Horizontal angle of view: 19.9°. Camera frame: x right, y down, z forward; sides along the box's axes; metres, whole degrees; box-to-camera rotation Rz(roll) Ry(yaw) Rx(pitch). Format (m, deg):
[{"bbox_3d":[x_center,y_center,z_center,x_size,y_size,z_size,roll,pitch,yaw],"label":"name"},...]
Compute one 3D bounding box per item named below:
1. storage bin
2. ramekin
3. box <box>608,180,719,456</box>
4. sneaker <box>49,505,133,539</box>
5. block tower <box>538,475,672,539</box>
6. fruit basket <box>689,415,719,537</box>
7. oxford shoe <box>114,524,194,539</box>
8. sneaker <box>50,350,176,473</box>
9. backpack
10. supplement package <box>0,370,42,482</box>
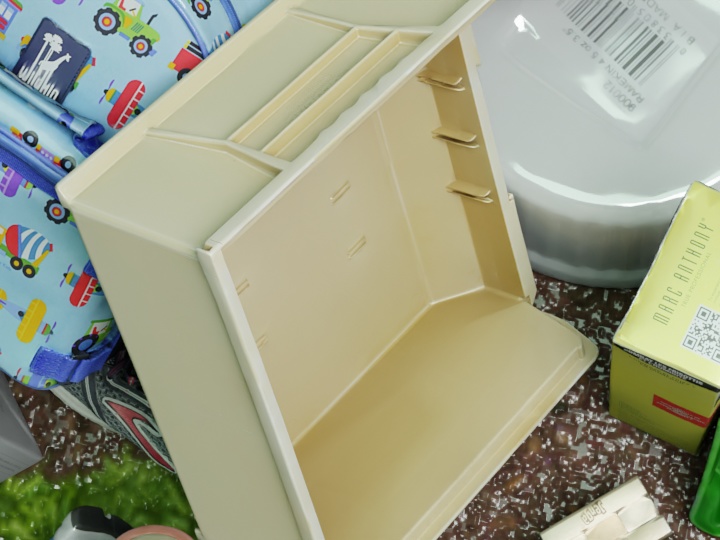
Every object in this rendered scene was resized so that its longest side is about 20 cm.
[{"bbox_3d":[0.000,0.000,0.837,0.093,0.201,0.199,19,50,38],"label":"storage bin"},{"bbox_3d":[0.122,-0.099,0.960,0.199,0.098,0.202,-1,78,4],"label":"ramekin"},{"bbox_3d":[0.143,0.027,0.880,0.050,0.200,0.076,26,81,11],"label":"box"},{"bbox_3d":[-0.098,0.212,0.940,0.087,0.075,0.201,-39,78,17],"label":"sneaker"},{"bbox_3d":[0.155,0.193,0.920,0.058,0.054,0.201,-30,78,-1],"label":"block tower"},{"bbox_3d":[0.244,0.122,0.890,0.214,0.156,0.217,-1,61,1],"label":"fruit basket"},{"bbox_3d":[-0.099,0.209,0.865,0.070,0.074,0.202,9,79,3],"label":"oxford shoe"},{"bbox_3d":[-0.081,0.053,0.959,0.199,0.075,0.081,32,83,11],"label":"sneaker"},{"bbox_3d":[-0.122,-0.077,0.866,0.182,0.135,0.200,38,122,1],"label":"backpack"},{"bbox_3d":[-0.271,0.076,0.947,0.199,0.121,0.120,-28,77,-1],"label":"supplement package"}]
